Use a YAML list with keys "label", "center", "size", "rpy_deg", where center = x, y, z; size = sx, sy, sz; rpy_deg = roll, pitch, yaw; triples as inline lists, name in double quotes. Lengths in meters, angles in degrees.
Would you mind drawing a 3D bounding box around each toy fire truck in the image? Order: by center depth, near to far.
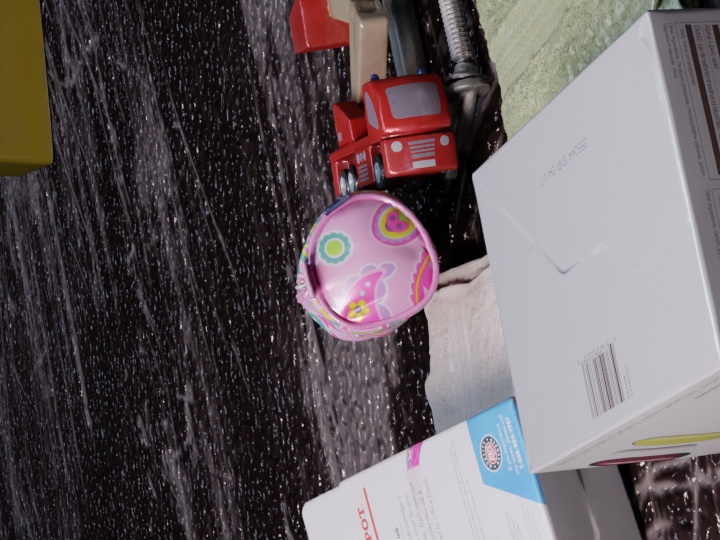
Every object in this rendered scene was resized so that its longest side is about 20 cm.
- label: "toy fire truck"
  center: [0.006, -0.117, 1.359]
  size: [0.200, 0.049, 0.142]
  rpy_deg: [166, 95, -76]

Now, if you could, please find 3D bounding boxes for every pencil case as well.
- label: "pencil case"
  center: [0.000, 0.000, 1.339]
  size: [0.200, 0.087, 0.088]
  rpy_deg: [127, 137, -87]

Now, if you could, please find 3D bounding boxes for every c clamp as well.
- label: "c clamp"
  center: [0.043, -0.165, 1.336]
  size: [0.171, 0.027, 0.201]
  rpy_deg: [144, 118, -67]

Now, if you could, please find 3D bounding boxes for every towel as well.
- label: "towel"
  center: [0.112, -0.147, 1.148]
  size: [0.200, 0.036, 0.149]
  rpy_deg: [125, 136, -60]
- label: "towel"
  center: [0.080, 0.091, 1.290]
  size: [0.132, 0.034, 0.201]
  rpy_deg: [152, 111, -68]

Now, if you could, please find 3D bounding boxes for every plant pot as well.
- label: "plant pot"
  center: [-0.459, -0.205, 2.444]
  size: [0.200, 0.176, 0.201]
  rpy_deg: [174, 90, -69]

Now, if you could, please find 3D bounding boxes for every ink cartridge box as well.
- label: "ink cartridge box"
  center: [0.060, 0.152, 1.217]
  size: [0.200, 0.068, 0.116]
  rpy_deg: [-31, 70, 47]

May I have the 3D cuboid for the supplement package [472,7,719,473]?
- label: "supplement package"
  center: [0.148, -0.008, 0.979]
  size: [0.200, 0.110, 0.156]
  rpy_deg: [136, 126, -65]
